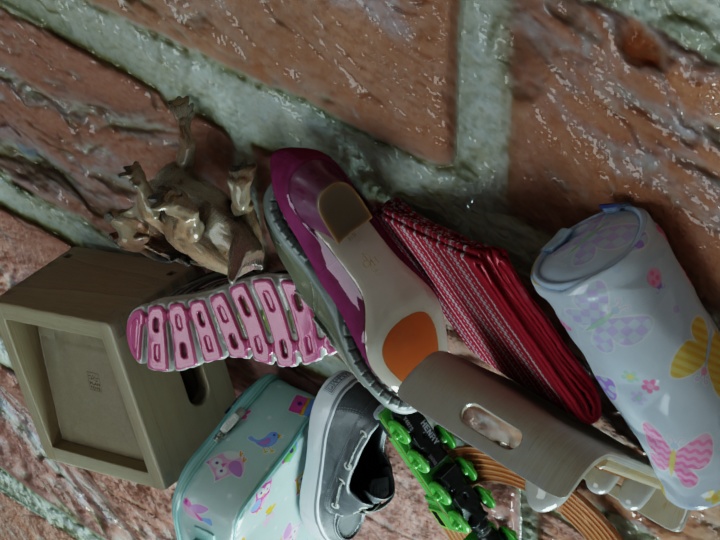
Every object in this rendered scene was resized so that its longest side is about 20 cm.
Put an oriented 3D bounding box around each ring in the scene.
[{"bbox_3d":[0.138,0.207,1.666,0.200,0.019,0.201,30,146,23],"label":"ring"}]

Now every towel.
[{"bbox_3d":[0.084,0.024,1.436,0.145,0.022,0.200,55,171,-21],"label":"towel"}]

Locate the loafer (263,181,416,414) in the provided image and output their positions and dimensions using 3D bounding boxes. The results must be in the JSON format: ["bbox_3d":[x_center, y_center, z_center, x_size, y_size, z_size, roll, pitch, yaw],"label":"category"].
[{"bbox_3d":[-0.005,0.012,1.557,0.201,0.075,0.070,60,169,-10],"label":"loafer"}]

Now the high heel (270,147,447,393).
[{"bbox_3d":[0.000,0.000,1.507,0.096,0.067,0.201,39,155,57],"label":"high heel"}]

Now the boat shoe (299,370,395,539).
[{"bbox_3d":[-0.002,0.162,1.733,0.066,0.070,0.201,30,140,23],"label":"boat shoe"}]

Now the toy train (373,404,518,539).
[{"bbox_3d":[0.071,0.173,1.649,0.201,0.042,0.056,57,158,-20],"label":"toy train"}]

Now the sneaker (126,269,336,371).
[{"bbox_3d":[-0.080,0.030,1.659,0.199,0.087,0.074,-9,107,27],"label":"sneaker"}]

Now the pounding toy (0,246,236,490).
[{"bbox_3d":[-0.192,0.086,1.817,0.183,0.142,0.201,9,125,43],"label":"pounding toy"}]

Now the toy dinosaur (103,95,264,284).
[{"bbox_3d":[-0.113,-0.032,1.573,0.200,0.086,0.136,39,156,43],"label":"toy dinosaur"}]

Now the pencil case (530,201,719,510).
[{"bbox_3d":[0.186,0.057,1.362,0.090,0.083,0.200,-9,122,49],"label":"pencil case"}]

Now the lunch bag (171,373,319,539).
[{"bbox_3d":[-0.089,0.190,1.770,0.077,0.160,0.201,28,147,23],"label":"lunch bag"}]

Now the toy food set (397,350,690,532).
[{"bbox_3d":[0.126,0.125,1.451,0.143,0.061,0.200,30,-178,32],"label":"toy food set"}]
